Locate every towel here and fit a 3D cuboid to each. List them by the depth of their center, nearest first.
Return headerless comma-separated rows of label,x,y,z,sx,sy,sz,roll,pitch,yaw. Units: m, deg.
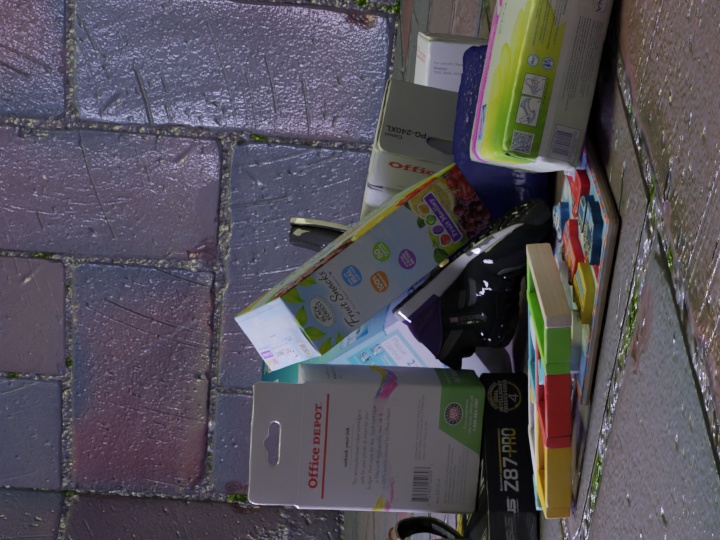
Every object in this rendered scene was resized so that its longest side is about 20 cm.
towel,0.133,-0.101,1.622,0.147,0.049,0.202,7,93,63

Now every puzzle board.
puzzle board,0.164,-0.013,1.384,0.200,0.017,0.152,-91,6,-63

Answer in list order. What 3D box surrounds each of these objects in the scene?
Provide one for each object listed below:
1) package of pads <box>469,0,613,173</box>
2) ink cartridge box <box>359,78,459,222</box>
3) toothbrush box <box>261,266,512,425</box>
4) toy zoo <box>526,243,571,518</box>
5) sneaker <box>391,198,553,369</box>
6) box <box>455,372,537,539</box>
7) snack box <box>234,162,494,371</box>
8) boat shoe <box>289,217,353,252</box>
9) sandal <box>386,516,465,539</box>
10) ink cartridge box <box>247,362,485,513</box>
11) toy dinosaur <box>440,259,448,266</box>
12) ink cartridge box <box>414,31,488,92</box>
package of pads,0.140,-0.157,1.413,0.200,0.068,0.156,-146,68,-84
ink cartridge box,0.081,-0.097,1.794,0.200,0.144,0.084,103,178,-67
toothbrush box,0.026,0.102,1.717,0.147,0.199,0.086,51,-162,-27
toy zoo,0.144,0.097,1.395,0.131,0.020,0.201,-93,0,-66
sneaker,0.116,0.015,1.546,0.076,0.088,0.200,-38,-3,-42
box,0.119,0.206,1.632,0.200,0.049,0.162,101,169,-61
snack box,0.000,0.000,1.597,0.068,0.200,0.169,55,163,-4
boat shoe,0.018,-0.006,1.833,0.074,0.200,0.064,28,-100,-84
sandal,0.059,0.244,1.608,0.201,0.079,0.058,136,130,-69
ink cartridge box,0.002,0.144,1.578,0.067,0.198,0.118,-112,26,-77
toy dinosaur,0.077,0.006,1.774,0.058,0.199,0.102,-1,-98,-65
ink cartridge box,0.102,-0.167,2.069,0.145,0.084,0.202,-105,18,-79
